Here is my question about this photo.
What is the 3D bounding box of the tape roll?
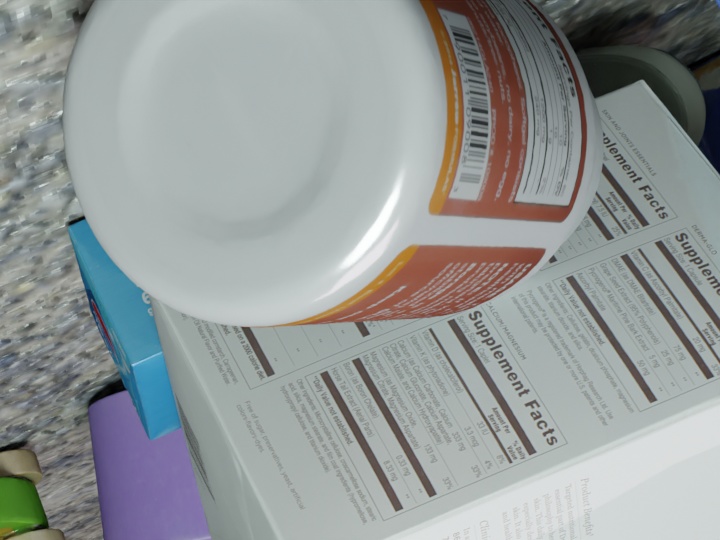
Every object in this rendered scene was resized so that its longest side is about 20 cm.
[{"bbox_3d":[-0.044,0.102,1.268,0.198,0.086,0.200,-8,170,-1],"label":"tape roll"}]

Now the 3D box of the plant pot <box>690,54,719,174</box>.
[{"bbox_3d":[0.245,-0.017,1.100,0.199,0.201,0.180,-27,133,13],"label":"plant pot"}]

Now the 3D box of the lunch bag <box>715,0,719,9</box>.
[{"bbox_3d":[0.168,-0.133,0.543,0.132,0.137,0.200,-20,168,-27],"label":"lunch bag"}]

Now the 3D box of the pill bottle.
[{"bbox_3d":[0.004,-0.041,0.701,0.112,0.113,0.200,-28,169,20],"label":"pill bottle"}]

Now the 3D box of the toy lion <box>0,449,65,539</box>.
[{"bbox_3d":[-0.283,0.161,1.241,0.199,0.069,0.191,-29,162,24],"label":"toy lion"}]

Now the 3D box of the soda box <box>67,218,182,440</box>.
[{"bbox_3d":[-0.006,-0.013,0.907,0.199,0.068,0.064,-23,151,-10],"label":"soda box"}]

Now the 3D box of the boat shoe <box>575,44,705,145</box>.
[{"bbox_3d":[0.088,-0.052,1.011,0.071,0.070,0.200,-31,179,-36],"label":"boat shoe"}]

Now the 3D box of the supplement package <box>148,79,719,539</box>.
[{"bbox_3d":[0.050,0.063,0.841,0.199,0.151,0.152,-21,137,-12],"label":"supplement package"}]
